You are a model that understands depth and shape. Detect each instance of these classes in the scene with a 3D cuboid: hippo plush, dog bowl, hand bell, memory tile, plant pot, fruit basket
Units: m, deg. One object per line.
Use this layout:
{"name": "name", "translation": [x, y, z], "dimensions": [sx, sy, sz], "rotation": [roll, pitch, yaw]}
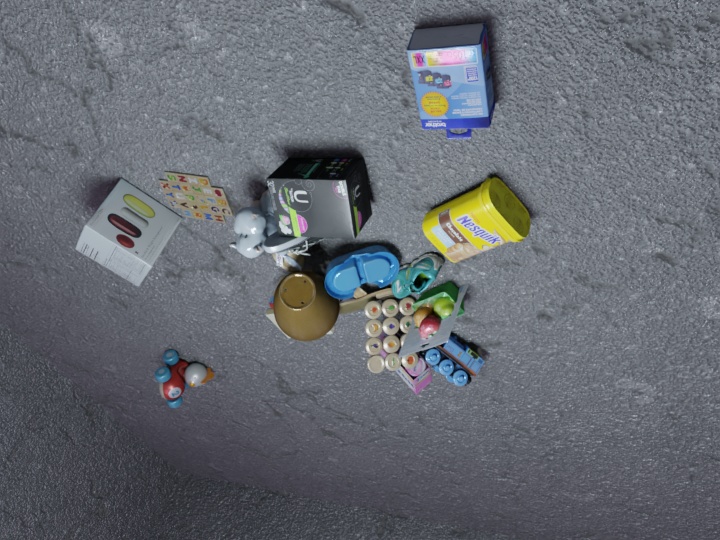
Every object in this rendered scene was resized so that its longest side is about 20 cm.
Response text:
{"name": "hippo plush", "translation": [-0.257, -0.092, 1.508], "dimensions": [0.158, 0.160, 0.204], "rotation": [10, 109, 36]}
{"name": "dog bowl", "translation": [0.000, 0.000, 1.570], "dimensions": [0.197, 0.050, 0.113], "rotation": [-18, 128, -2]}
{"name": "hand bell", "translation": [-0.139, -0.094, 1.585], "dimensions": [0.103, 0.105, 0.200], "rotation": [34, 129, -18]}
{"name": "memory tile", "translation": [0.086, 0.179, 1.690], "dimensions": [0.151, 0.204, 0.017], "rotation": [-4, -175, -11]}
{"name": "plant pot", "translation": [-0.152, 0.078, 1.588], "dimensions": [0.184, 0.189, 0.200], "rotation": [17, 167, 6]}
{"name": "fruit basket", "translation": [0.193, 0.134, 1.588], "dimensions": [0.093, 0.202, 0.184], "rotation": [39, 140, -22]}

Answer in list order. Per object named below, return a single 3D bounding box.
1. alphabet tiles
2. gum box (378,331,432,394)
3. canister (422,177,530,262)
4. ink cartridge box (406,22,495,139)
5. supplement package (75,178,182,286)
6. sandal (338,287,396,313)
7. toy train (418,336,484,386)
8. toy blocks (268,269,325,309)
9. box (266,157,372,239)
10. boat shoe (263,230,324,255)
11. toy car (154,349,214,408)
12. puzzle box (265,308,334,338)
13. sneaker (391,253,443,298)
{"name": "alphabet tiles", "translation": [-0.447, -0.197, 1.654], "dimensions": [0.197, 0.006, 0.168], "rotation": [9, 141, 16]}
{"name": "gum box", "translation": [0.121, 0.254, 1.799], "dimensions": [0.200, 0.066, 0.114], "rotation": [46, 166, 29]}
{"name": "canister", "translation": [0.253, -0.104, 1.356], "dimensions": [0.148, 0.087, 0.199], "rotation": [40, 141, -23]}
{"name": "ink cartridge box", "translation": [0.172, -0.336, 1.116], "dimensions": [0.134, 0.077, 0.201], "rotation": [4, 142, 22]}
{"name": "supplement package", "translation": [-0.648, -0.105, 1.713], "dimensions": [0.199, 0.193, 0.147], "rotation": [34, 141, -17]}
{"name": "sandal", "translation": [0.003, 0.064, 1.718], "dimensions": [0.208, 0.071, 0.078], "rotation": [-15, 158, 11]}
{"name": "toy train", "translation": [0.259, 0.249, 1.770], "dimensions": [0.199, 0.115, 0.087], "rotation": [38, 171, -11]}
{"name": "toy blocks", "translation": [-0.184, 0.084, 1.765], "dimensions": [0.197, 0.138, 0.101], "rotation": [-1, 139, 28]}
{"name": "box", "translation": [-0.090, -0.167, 1.390], "dimensions": [0.197, 0.125, 0.151], "rotation": [4, 124, 21]}
{"name": "boat shoe", "translation": [-0.147, -0.072, 1.466], "dimensions": [0.073, 0.199, 0.069], "rotation": [17, 125, 35]}
{"name": "toy car", "translation": [-0.691, 0.435, 2.450], "dimensions": [0.196, 0.178, 0.186], "rotation": [-2, 128, 10]}
{"name": "puzzle box", "translation": [-0.194, 0.163, 1.964], "dimensions": [0.198, 0.026, 0.133], "rotation": [-10, 133, 35]}
{"name": "sneaker", "translation": [0.137, 0.025, 1.580], "dimensions": [0.077, 0.080, 0.200], "rotation": [31, 143, -13]}
